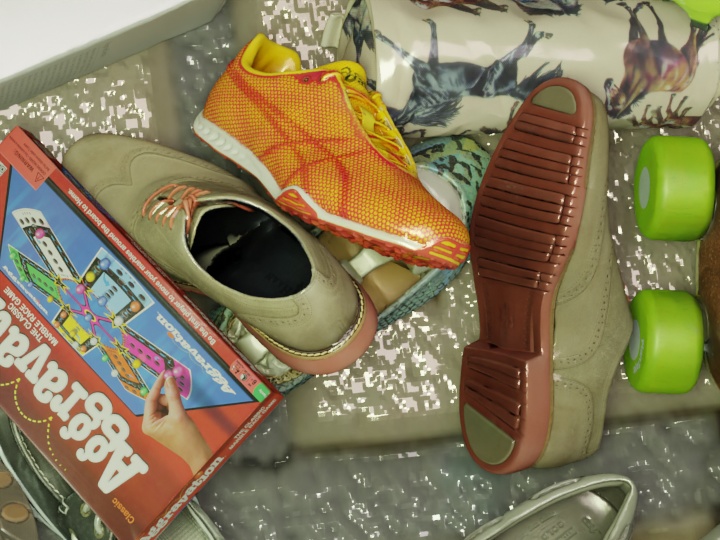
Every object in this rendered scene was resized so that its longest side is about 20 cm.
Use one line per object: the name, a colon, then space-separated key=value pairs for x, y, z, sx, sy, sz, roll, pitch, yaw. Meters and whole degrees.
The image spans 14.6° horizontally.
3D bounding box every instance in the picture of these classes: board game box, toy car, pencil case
board game box: x=-0.137 y=0.031 z=1.354 sx=0.103 sy=0.019 sz=0.200 roll=-48 pitch=66 yaw=6
toy car: x=0.235 y=0.008 z=1.383 sx=0.164 sy=0.200 sz=0.158 roll=2 pitch=95 yaw=-9
pencil case: x=0.084 y=-0.111 z=1.451 sx=0.200 sy=0.089 sz=0.078 roll=-3 pitch=116 yaw=-11

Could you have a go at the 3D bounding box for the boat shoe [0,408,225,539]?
boat shoe: x=-0.108 y=0.118 z=1.372 sx=0.200 sy=0.071 sz=0.072 roll=44 pitch=76 yaw=2

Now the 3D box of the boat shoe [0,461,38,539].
boat shoe: x=-0.190 y=0.158 z=1.342 sx=0.074 sy=0.073 sz=0.200 roll=3 pitch=48 yaw=-49

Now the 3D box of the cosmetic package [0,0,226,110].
cosmetic package: x=-0.174 y=-0.141 z=1.410 sx=0.200 sy=0.074 sz=0.102 roll=-23 pitch=85 yaw=-16

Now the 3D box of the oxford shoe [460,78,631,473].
oxford shoe: x=0.101 y=0.002 z=1.417 sx=0.075 sy=0.070 sz=0.200 roll=1 pitch=105 yaw=-36

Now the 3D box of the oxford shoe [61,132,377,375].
oxford shoe: x=-0.077 y=-0.025 z=1.369 sx=0.200 sy=0.075 sz=0.070 roll=29 pitch=74 yaw=30

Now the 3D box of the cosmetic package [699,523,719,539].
cosmetic package: x=0.169 y=0.200 z=1.386 sx=0.200 sy=0.085 sz=0.108 roll=-35 pitch=84 yaw=-26

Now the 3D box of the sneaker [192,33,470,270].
sneaker: x=-0.012 y=-0.061 z=1.370 sx=0.073 sy=0.200 sz=0.077 roll=24 pitch=100 yaw=-47

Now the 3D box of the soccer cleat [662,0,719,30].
soccer cleat: x=0.132 y=-0.197 z=1.438 sx=0.067 sy=0.081 sz=0.200 roll=-31 pitch=48 yaw=-34

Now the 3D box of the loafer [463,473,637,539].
loafer: x=0.060 y=0.162 z=1.377 sx=0.070 sy=0.070 sz=0.200 roll=46 pitch=60 yaw=10

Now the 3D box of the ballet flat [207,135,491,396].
ballet flat: x=0.000 y=0.000 z=1.418 sx=0.200 sy=0.074 sz=0.074 roll=-43 pitch=90 yaw=-15
